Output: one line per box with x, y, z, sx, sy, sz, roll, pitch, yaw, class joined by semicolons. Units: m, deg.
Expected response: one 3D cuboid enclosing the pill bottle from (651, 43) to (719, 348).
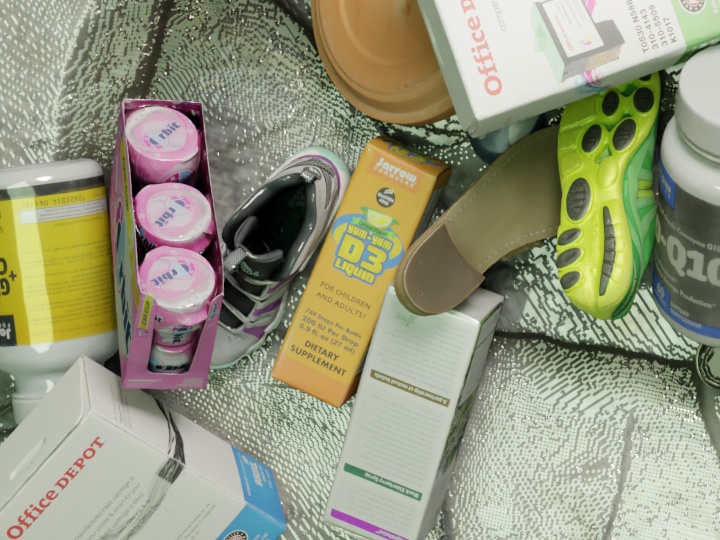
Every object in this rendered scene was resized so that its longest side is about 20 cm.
0.263;-0.052;1.463;0.113;0.114;0.201;10;135;14;pill bottle

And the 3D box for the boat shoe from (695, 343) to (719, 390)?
0.338;0.049;1.529;0.199;0.061;0.072;-15;94;17;boat shoe

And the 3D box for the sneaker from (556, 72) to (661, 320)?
0.182;-0.057;1.539;0.073;0.084;0.202;4;69;21;sneaker

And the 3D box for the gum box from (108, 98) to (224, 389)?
-0.147;-0.016;1.573;0.065;0.201;0.114;1;141;-13;gum box

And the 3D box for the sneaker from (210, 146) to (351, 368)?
-0.087;-0.003;1.600;0.077;0.140;0.201;31;105;5;sneaker

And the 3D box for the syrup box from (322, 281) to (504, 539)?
0.040;0.106;1.603;0.081;0.079;0.202;21;109;13;syrup box

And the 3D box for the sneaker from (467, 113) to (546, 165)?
0.110;-0.173;1.552;0.069;0.082;0.202;9;100;13;sneaker

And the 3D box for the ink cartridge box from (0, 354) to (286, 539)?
-0.181;0.180;1.634;0.199;0.084;0.145;35;108;-28;ink cartridge box

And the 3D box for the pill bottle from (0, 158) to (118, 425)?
-0.248;0.017;1.665;0.111;0.112;0.202;-5;96;16;pill bottle

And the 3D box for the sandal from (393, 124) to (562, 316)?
0.097;-0.040;1.567;0.211;0.070;0.078;-38;101;-22;sandal

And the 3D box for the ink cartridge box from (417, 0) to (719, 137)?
0.144;-0.195;1.441;0.198;0.084;0.146;-20;87;-1;ink cartridge box

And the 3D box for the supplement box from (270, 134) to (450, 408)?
0.000;0.000;1.617;0.066;0.069;0.202;24;101;9;supplement box

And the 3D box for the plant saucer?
0.035;-0.209;1.551;0.199;0.032;0.202;-2;87;42;plant saucer
